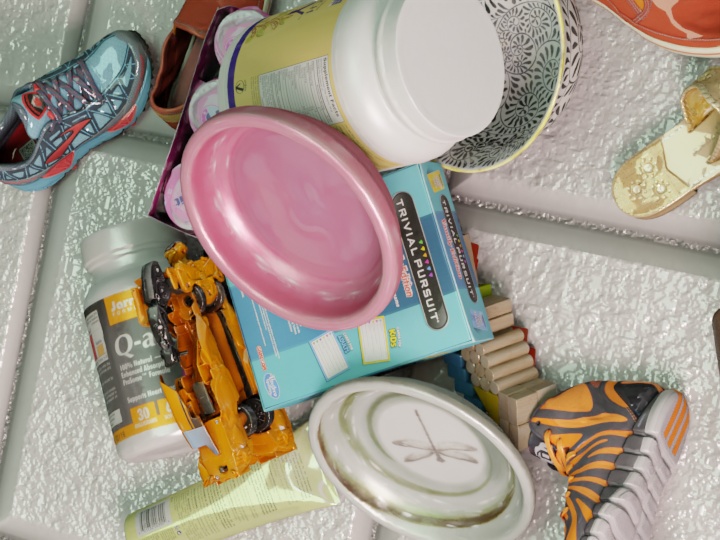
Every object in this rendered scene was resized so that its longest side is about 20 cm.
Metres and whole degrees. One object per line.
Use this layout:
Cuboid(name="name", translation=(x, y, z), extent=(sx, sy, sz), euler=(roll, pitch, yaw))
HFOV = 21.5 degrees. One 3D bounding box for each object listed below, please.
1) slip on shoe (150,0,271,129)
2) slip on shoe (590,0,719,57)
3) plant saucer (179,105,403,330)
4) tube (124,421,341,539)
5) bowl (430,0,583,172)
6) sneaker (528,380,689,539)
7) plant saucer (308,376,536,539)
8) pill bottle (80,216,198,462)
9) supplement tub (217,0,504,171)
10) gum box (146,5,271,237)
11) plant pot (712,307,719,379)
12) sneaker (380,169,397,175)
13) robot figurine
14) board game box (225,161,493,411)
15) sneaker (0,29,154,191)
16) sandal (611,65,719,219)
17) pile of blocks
Cuboid(name="slip on shoe", translation=(-0.133, -0.219, 1.690), extent=(0.074, 0.061, 0.201), euler=(25, 96, 27))
Cuboid(name="slip on shoe", translation=(0.235, -0.230, 1.511), extent=(0.200, 0.061, 0.074), euler=(33, 71, 25))
Cuboid(name="plant saucer", translation=(-0.047, -0.047, 1.470), extent=(0.200, 0.051, 0.201), euler=(22, 137, 23))
Cuboid(name="tube", translation=(-0.114, 0.205, 1.673), extent=(0.200, 0.052, 0.058), euler=(-25, 118, 19))
Cuboid(name="bowl", translation=(0.115, -0.182, 1.544), extent=(0.200, 0.094, 0.202), euler=(7, 100, 44))
Cuboid(name="sneaker", translation=(0.176, 0.172, 1.494), extent=(0.112, 0.078, 0.200), euler=(10, 53, 33))
Cuboid(name="plant saucer", translation=(0.056, 0.147, 1.549), extent=(0.199, 0.201, 0.050), euler=(7, 46, 26))
Cuboid(name="pill bottle", translation=(-0.180, 0.061, 1.673), extent=(0.116, 0.116, 0.201), euler=(-20, 79, 23))
Cuboid(name="supplement tub", translation=(-0.001, -0.148, 1.495), extent=(0.200, 0.145, 0.146), euler=(-10, 82, 44))
Cuboid(name="gum box", translation=(-0.100, -0.126, 1.647), extent=(0.066, 0.113, 0.201), euler=(22, 96, 25))
Cuboid(name="plant pot", translation=(0.351, 0.111, 1.380), extent=(0.200, 0.200, 0.199), euler=(-16, 72, 24))
Cuboid(name="sneaker", translation=(0.000, 0.000, 1.613), extent=(0.082, 0.074, 0.201), euler=(-2, 87, 29))
Cuboid(name="robot figurine", translation=(-0.127, 0.073, 1.580), extent=(0.058, 0.145, 0.201), euler=(-24, 87, 29))
Cuboid(name="board game box", translation=(-0.007, 0.015, 1.549), extent=(0.199, 0.047, 0.151), euler=(-19, 83, 24))
Cuboid(name="sneaker", translation=(-0.274, -0.145, 1.742), extent=(0.200, 0.095, 0.079), euler=(-44, 71, 17))
Cuboid(name="sandal", translation=(0.278, -0.118, 1.487), extent=(0.212, 0.070, 0.078), euler=(-42, 71, 17))
Cuboid(name="pile of blocks", translation=(0.103, 0.056, 1.574), extent=(0.082, 0.062, 0.200), euler=(-41, 70, 52))
